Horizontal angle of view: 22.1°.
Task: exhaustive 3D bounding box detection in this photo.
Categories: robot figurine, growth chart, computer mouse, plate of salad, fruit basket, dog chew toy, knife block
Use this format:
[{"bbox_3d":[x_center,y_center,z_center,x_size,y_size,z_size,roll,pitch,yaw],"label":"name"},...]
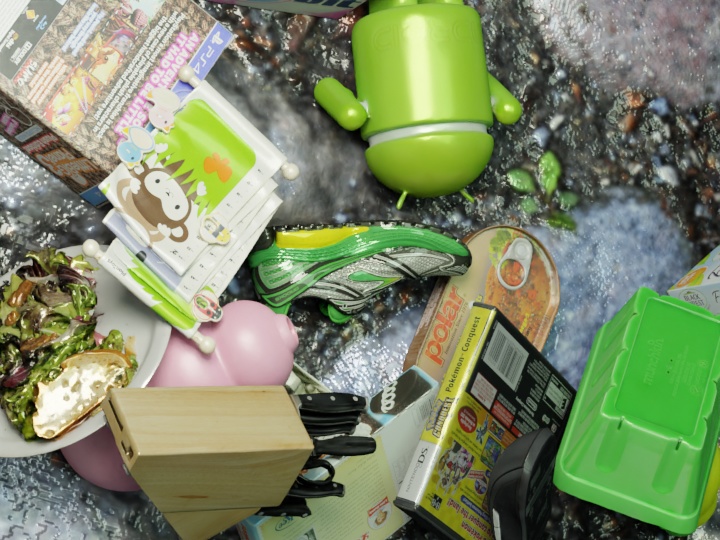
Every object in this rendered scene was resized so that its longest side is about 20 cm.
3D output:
[{"bbox_3d":[0.054,-0.155,1.589,0.174,0.115,0.203,-5,86,-25],"label":"robot figurine"},{"bbox_3d":[-0.131,-0.052,1.410,0.144,0.018,0.201,35,57,-14],"label":"growth chart"},{"bbox_3d":[0.119,0.227,1.547,0.046,0.201,0.141,18,53,21],"label":"computer mouse"},{"bbox_3d":[-0.237,0.052,1.391,0.201,0.199,0.048,-51,141,-22],"label":"plate of salad"},{"bbox_3d":[0.261,0.150,1.647,0.154,0.216,0.218,19,74,7],"label":"fruit basket"},{"bbox_3d":[-0.141,0.089,1.431,0.198,0.125,0.126,-26,95,8],"label":"dog chew toy"},{"bbox_3d":[-0.078,0.122,1.367,0.174,0.201,0.064,-30,54,-2],"label":"knife block"}]

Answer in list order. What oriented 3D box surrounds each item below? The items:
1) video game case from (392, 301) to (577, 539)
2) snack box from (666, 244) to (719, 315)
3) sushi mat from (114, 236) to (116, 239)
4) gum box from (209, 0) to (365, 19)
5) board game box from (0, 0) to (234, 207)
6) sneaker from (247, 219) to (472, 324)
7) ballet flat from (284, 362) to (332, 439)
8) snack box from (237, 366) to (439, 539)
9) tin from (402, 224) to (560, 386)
[{"bbox_3d":[0.111,0.148,1.565,0.200,0.025,0.182,43,66,-54],"label":"video game case"},{"bbox_3d":[0.393,-0.010,1.687,0.142,0.200,0.053,-37,100,-24],"label":"snack box"},{"bbox_3d":[-0.159,-0.010,1.526,0.095,0.012,0.201,34,71,-20],"label":"sushi mat"},{"bbox_3d":[-0.074,-0.266,1.543,0.198,0.113,0.067,4,81,-25],"label":"gum box"},{"bbox_3d":[-0.232,-0.178,1.465,0.199,0.097,0.160,39,69,-16],"label":"board game box"},{"bbox_3d":[0.000,0.000,1.574,0.198,0.078,0.086,-4,94,-14],"label":"sneaker"},{"bbox_3d":[-0.056,0.108,1.532,0.200,0.069,0.070,41,68,-16],"label":"ballet flat"},{"bbox_3d":[-0.008,0.182,1.519,0.199,0.037,0.117,-35,134,-23],"label":"snack box"},{"bbox_3d":[0.106,0.056,1.632,0.111,0.042,0.202,31,72,-23],"label":"tin"}]
